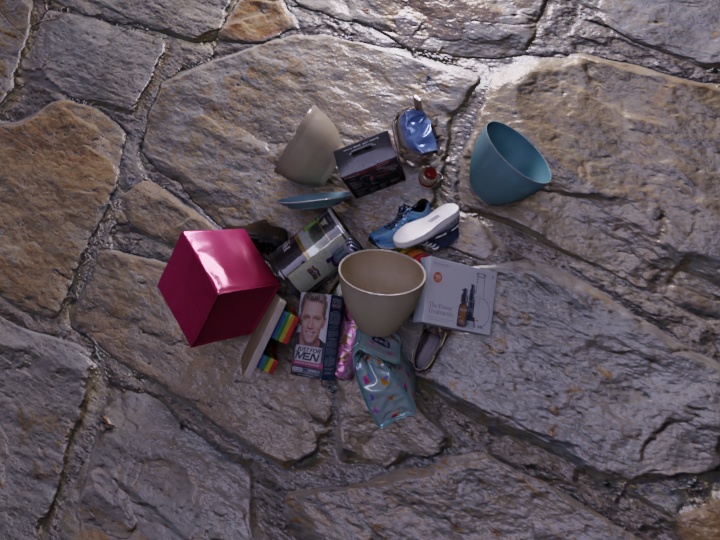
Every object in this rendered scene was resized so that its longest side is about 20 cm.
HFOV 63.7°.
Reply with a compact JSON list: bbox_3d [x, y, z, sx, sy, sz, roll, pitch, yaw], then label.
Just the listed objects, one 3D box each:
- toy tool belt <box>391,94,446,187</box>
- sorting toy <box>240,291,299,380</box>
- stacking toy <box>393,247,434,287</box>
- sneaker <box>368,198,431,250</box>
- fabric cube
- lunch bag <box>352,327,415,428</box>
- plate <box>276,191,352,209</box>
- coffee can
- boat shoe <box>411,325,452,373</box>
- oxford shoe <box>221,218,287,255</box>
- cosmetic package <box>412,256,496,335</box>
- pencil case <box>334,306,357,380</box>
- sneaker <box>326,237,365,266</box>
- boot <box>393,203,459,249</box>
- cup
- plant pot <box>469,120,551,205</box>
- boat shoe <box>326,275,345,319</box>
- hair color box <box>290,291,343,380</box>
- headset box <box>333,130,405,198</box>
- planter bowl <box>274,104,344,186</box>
[{"bbox_3d":[0.155,-0.324,1.456,0.123,0.123,0.204,-16,74,-25],"label":"toy tool belt"},{"bbox_3d":[-0.225,0.164,1.454,0.069,0.199,0.203,26,89,-14],"label":"sorting toy"},{"bbox_3d":[0.100,-0.035,1.461,0.110,0.116,0.200,-44,60,-3],"label":"stacking toy"},{"bbox_3d":[0.096,-0.121,1.430,0.198,0.092,0.078,-29,40,-28],"label":"sneaker"},{"bbox_3d":[-0.355,0.039,1.451,0.200,0.194,0.201,52,124,23],"label":"fabric cube"},{"bbox_3d":[0.047,0.225,1.344,0.120,0.171,0.203,-25,105,13],"label":"lunch bag"},{"bbox_3d":[-0.117,-0.177,1.483,0.195,0.200,0.026,-4,103,12],"label":"plate"},{"bbox_3d":[-0.112,-0.043,1.477,0.199,0.146,0.148,-37,75,4],"label":"coffee can"},{"bbox_3d":[0.180,0.156,1.419,0.071,0.059,0.203,24,87,16],"label":"boat shoe"},{"bbox_3d":[-0.285,-0.099,1.576,0.196,0.073,0.086,12,59,18],"label":"oxford shoe"},{"bbox_3d":[0.226,0.063,1.373,0.196,0.051,0.155,12,79,-25],"label":"cosmetic package"},{"bbox_3d":[-0.025,0.173,1.454,0.082,0.086,0.204,20,84,47],"label":"pencil case"},{"bbox_3d":[0.000,0.000,1.437,0.087,0.200,0.075,-34,39,16],"label":"sneaker"},{"bbox_3d":[0.167,-0.080,1.407,0.197,0.092,0.073,-28,39,-21],"label":"boot"},{"bbox_3d":[0.043,0.062,1.315,0.196,0.201,0.146,14,121,15],"label":"cup"},{"bbox_3d":[0.340,-0.238,1.398,0.201,0.198,0.135,52,130,15],"label":"plant pot"},{"bbox_3d":[-0.070,0.089,1.481,0.074,0.074,0.203,25,87,16],"label":"boat shoe"},{"bbox_3d":[-0.106,0.159,1.413,0.098,0.060,0.205,3,82,33],"label":"hair color box"},{"bbox_3d":[0.025,-0.265,1.454,0.146,0.200,0.077,-19,78,10],"label":"headset box"},{"bbox_3d":[-0.118,-0.306,1.512,0.133,0.200,0.203,32,89,-8],"label":"planter bowl"}]
